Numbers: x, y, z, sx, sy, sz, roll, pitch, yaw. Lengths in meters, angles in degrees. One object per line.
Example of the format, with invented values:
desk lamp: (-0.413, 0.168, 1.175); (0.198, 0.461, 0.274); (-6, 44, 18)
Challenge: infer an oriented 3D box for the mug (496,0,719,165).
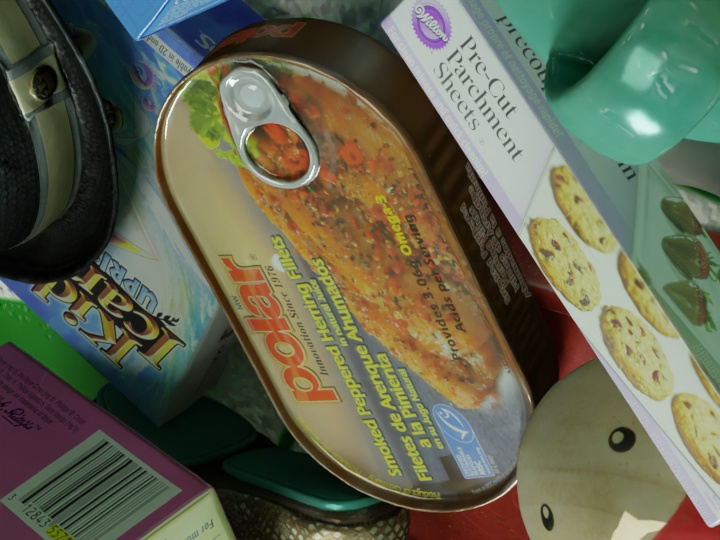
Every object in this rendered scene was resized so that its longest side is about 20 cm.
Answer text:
mug: (0.092, -0.109, 0.649); (0.153, 0.184, 0.114); (61, 142, 12)

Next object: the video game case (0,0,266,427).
video game case: (-0.114, -0.062, 0.929); (0.200, 0.045, 0.182); (41, 137, 12)

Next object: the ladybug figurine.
ladybug figurine: (0.145, 0.106, 0.805); (0.199, 0.072, 0.136); (29, 119, -10)

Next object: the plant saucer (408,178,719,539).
plant saucer: (0.070, 0.062, 0.892); (0.199, 0.037, 0.201); (17, 128, 28)

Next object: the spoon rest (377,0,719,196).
spoon rest: (0.082, -0.050, 0.800); (0.200, 0.060, 0.100); (39, 136, 27)

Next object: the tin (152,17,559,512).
tin: (0.000, 0.000, 0.833); (0.111, 0.042, 0.201); (-11, 119, 30)

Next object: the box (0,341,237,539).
box: (-0.105, 0.158, 0.947); (0.176, 0.096, 0.201); (27, 145, 52)

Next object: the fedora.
fedora: (-0.186, -0.056, 0.869); (0.200, 0.092, 0.201); (26, 141, 23)

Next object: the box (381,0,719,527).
box: (0.080, -0.013, 0.743); (0.201, 0.039, 0.041); (58, 139, 6)

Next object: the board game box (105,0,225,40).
board game box: (0.013, -0.164, 0.691); (0.045, 0.152, 0.200); (52, 136, 7)

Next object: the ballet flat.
ballet flat: (-0.054, 0.099, 0.956); (0.199, 0.070, 0.066); (21, 117, 52)
